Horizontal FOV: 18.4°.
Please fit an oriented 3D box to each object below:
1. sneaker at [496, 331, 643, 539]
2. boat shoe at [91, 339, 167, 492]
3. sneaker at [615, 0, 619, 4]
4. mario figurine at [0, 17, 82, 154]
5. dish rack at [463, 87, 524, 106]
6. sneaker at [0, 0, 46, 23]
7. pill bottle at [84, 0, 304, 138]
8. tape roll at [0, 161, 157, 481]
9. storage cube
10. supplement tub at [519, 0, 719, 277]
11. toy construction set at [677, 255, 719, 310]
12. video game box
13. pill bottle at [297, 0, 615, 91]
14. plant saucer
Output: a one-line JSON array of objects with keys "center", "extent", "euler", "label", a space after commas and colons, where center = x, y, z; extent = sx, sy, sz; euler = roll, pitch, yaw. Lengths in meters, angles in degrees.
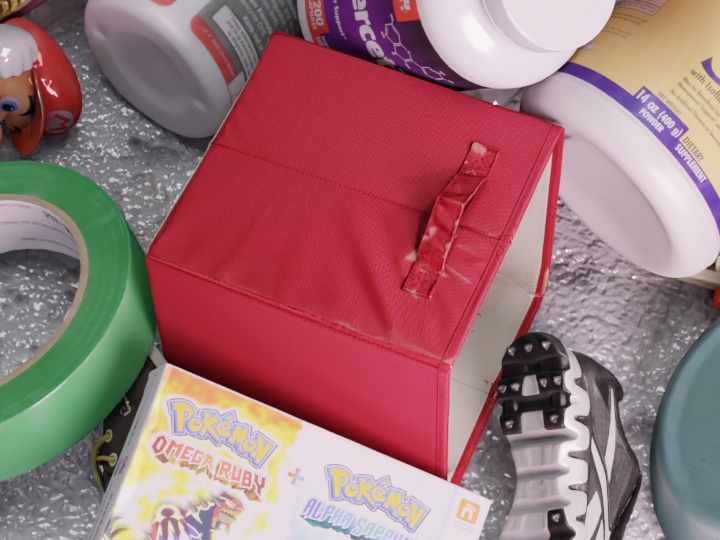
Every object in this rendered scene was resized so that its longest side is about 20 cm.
[{"center": [0.122, 0.139, 1.254], "extent": [0.090, 0.066, 0.201], "euler": [13, 74, -43], "label": "sneaker"}, {"center": [-0.115, 0.114, 1.250], "extent": [0.060, 0.072, 0.202], "euler": [-25, 68, -22], "label": "boat shoe"}, {"center": [0.169, -0.201, 1.416], "extent": [0.078, 0.082, 0.200], "euler": [-16, 26, 33], "label": "sneaker"}, {"center": [-0.264, -0.110, 1.336], "extent": [0.199, 0.123, 0.106], "euler": [11, 98, -23], "label": "mario figurine"}, {"center": [0.051, -0.186, 1.386], "extent": [0.172, 0.043, 0.200], "euler": [-45, 112, -26], "label": "dish rack"}, {"center": [-0.188, -0.208, 1.399], "extent": [0.090, 0.199, 0.075], "euler": [-22, 93, -54], "label": "sneaker"}, {"center": [-0.070, -0.188, 1.401], "extent": [0.114, 0.114, 0.200], "euler": [35, 63, 15], "label": "pill bottle"}, {"center": [-0.216, 0.029, 1.264], "extent": [0.200, 0.048, 0.201], "euler": [-10, 50, 13], "label": "tape roll"}, {"center": [0.000, 0.000, 1.255], "extent": [0.179, 0.200, 0.171], "euler": [20, 61, 14], "label": "storage cube"}, {"center": [0.204, -0.110, 1.265], "extent": [0.200, 0.145, 0.145], "euler": [-44, 71, -12], "label": "supplement tub"}, {"center": [0.212, -0.070, 1.378], "extent": [0.131, 0.092, 0.201], "euler": [18, 65, -23], "label": "toy construction set"}, {"center": [-0.050, 0.171, 1.183], "extent": [0.199, 0.047, 0.183], "euler": [23, 72, -12], "label": "video game box"}, {"center": [0.054, -0.156, 1.245], "extent": [0.112, 0.200, 0.113], "euler": [-1, 92, -29], "label": "pill bottle"}, {"center": [0.237, 0.083, 1.242], "extent": [0.200, 0.036, 0.201], "euler": [-25, 48, 31], "label": "plant saucer"}]
